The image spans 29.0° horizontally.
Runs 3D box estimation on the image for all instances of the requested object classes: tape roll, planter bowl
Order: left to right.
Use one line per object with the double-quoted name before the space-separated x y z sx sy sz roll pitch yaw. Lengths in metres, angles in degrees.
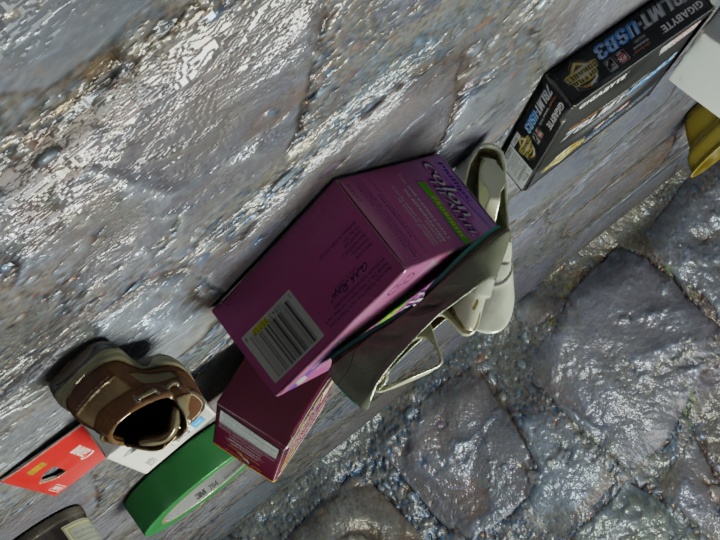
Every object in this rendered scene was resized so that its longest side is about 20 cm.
"tape roll" -0.200 0.250 1.734 0.200 0.048 0.201 -37 169 -8
"planter bowl" 0.589 -0.247 2.259 0.200 0.084 0.201 -37 170 -7

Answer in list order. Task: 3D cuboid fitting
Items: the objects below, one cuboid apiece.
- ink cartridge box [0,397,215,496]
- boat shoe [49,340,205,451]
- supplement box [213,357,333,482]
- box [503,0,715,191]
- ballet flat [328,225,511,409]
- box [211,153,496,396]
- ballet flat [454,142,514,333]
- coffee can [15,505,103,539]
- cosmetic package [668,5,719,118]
"ink cartridge box" -0.224 0.162 1.283 0.176 0.045 0.200 -39 170 -7
"boat shoe" -0.171 0.111 1.095 0.076 0.072 0.200 -47 160 7
"supplement box" -0.090 0.138 1.453 0.111 0.085 0.200 -57 176 -19
"box" 0.246 -0.187 1.424 0.199 0.050 0.199 -36 170 -19
"ballet flat" 0.063 0.044 1.185 0.199 0.064 0.067 -38 170 -8
"box" 0.000 0.000 1.221 0.176 0.097 0.200 -44 169 28
"ballet flat" 0.116 -0.038 1.317 0.069 0.202 0.070 1 145 1
"coffee can" -0.302 0.377 1.492 0.146 0.201 0.146 -37 170 -8
"cosmetic package" 0.466 -0.233 1.444 0.200 0.199 0.123 -50 174 -15
